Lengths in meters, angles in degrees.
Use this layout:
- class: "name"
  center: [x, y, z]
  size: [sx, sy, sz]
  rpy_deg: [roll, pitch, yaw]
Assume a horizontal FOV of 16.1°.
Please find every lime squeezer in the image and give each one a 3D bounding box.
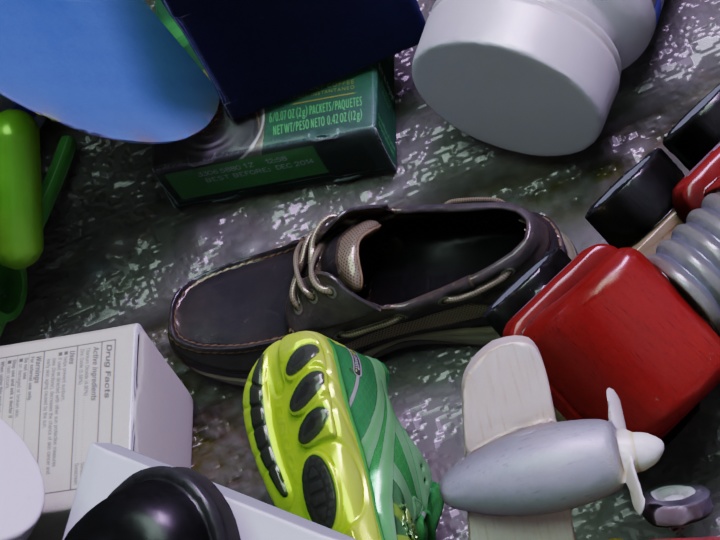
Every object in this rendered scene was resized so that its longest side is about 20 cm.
- class: "lime squeezer"
  center: [-0.197, 0.017, 1.269]
  size: [0.200, 0.038, 0.071]
  rpy_deg: [-46, 26, -10]

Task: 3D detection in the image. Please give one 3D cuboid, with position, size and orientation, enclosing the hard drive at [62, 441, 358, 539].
- class: "hard drive"
  center: [-0.085, 0.189, 1.074]
  size: [0.131, 0.027, 0.202]
  rpy_deg: [18, 94, 28]

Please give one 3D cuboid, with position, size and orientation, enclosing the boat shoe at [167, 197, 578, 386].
- class: "boat shoe"
  center: [0.000, 0.000, 1.178]
  size: [0.198, 0.073, 0.075]
  rpy_deg: [-12, 57, 12]

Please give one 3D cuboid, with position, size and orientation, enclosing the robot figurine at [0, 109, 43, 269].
- class: "robot figurine"
  center: [-0.234, -0.038, 1.172]
  size: [0.174, 0.116, 0.201]
  rpy_deg: [-3, 54, -6]

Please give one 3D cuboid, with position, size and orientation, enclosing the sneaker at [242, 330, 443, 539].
- class: "sneaker"
  center: [0.009, 0.122, 1.098]
  size: [0.074, 0.083, 0.202]
  rpy_deg: [-25, 69, 42]

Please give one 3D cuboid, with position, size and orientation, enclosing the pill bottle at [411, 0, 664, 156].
- class: "pill bottle"
  center: [0.099, -0.164, 1.218]
  size: [0.113, 0.114, 0.201]
  rpy_deg: [9, 64, 24]

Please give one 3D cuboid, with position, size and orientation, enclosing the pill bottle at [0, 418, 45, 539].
- class: "pill bottle"
  center: [-0.215, 0.148, 1.087]
  size: [0.200, 0.112, 0.113]
  rpy_deg: [-54, 48, 31]

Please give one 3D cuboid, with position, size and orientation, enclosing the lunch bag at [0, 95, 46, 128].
- class: "lunch bag"
  center: [-0.232, -0.115, 1.326]
  size: [0.160, 0.083, 0.201]
  rpy_deg: [24, 72, 25]

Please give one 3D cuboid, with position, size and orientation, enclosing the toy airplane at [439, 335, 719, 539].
- class: "toy airplane"
  center: [0.081, 0.153, 0.984]
  size: [0.200, 0.199, 0.141]
  rpy_deg: [-57, 21, -3]

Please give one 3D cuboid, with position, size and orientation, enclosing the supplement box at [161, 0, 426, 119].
- class: "supplement box"
  center: [-0.054, -0.195, 1.238]
  size: [0.109, 0.109, 0.201]
  rpy_deg: [-21, 56, 5]

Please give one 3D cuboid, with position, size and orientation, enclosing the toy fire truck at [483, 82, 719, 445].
- class: "toy fire truck"
  center: [0.162, 0.005, 1.043]
  size: [0.176, 0.200, 0.129]
  rpy_deg: [-43, 91, -9]

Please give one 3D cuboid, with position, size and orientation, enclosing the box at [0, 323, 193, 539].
- class: "box"
  center: [-0.183, 0.095, 1.183]
  size: [0.198, 0.078, 0.096]
  rpy_deg: [-8, 58, 15]

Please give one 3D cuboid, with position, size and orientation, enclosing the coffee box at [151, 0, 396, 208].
- class: "coffee box"
  center: [-0.045, -0.134, 1.292]
  size: [0.122, 0.044, 0.201]
  rpy_deg: [-9, 58, 14]

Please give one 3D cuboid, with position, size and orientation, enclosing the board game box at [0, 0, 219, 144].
- class: "board game box"
  center: [-0.164, -0.116, 1.218]
  size: [0.200, 0.157, 0.039]
  rpy_deg: [50, 120, 24]

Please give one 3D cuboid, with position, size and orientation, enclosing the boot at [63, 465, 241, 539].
- class: "boot"
  center: [-0.142, 0.171, 1.000]
  size: [0.079, 0.158, 0.212]
  rpy_deg: [35, 101, 26]
